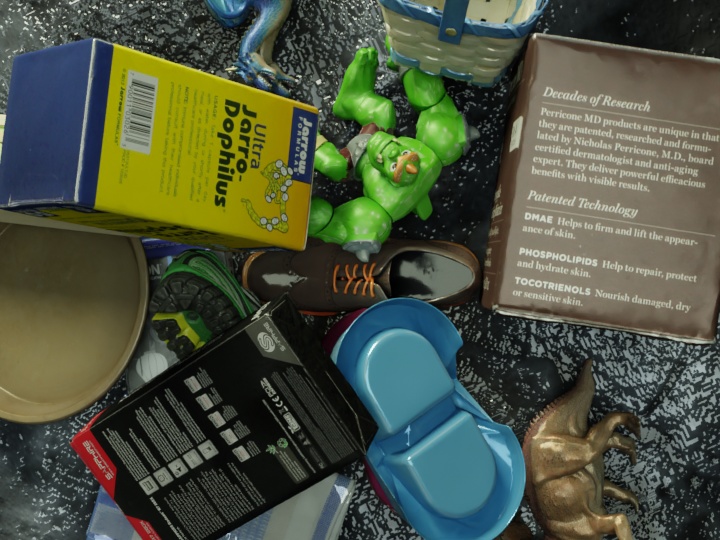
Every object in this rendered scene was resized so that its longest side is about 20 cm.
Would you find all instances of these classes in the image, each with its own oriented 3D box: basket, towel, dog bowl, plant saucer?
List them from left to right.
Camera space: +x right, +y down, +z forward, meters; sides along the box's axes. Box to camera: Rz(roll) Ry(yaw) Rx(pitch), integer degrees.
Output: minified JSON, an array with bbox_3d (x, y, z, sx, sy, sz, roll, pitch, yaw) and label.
[{"bbox_3d":[-0.254,0.024,0.968,0.198,0.029,0.203,-3,80,19],"label":"plant saucer"},{"bbox_3d":[-0.113,0.194,0.939,0.198,0.024,0.148,21,109,2],"label":"towel"},{"bbox_3d":[0.046,0.119,0.918,0.111,0.049,0.201,-32,96,-22],"label":"dog bowl"},{"bbox_3d":[0.081,-0.243,0.873,0.138,0.201,0.178,16,60,-1],"label":"basket"}]

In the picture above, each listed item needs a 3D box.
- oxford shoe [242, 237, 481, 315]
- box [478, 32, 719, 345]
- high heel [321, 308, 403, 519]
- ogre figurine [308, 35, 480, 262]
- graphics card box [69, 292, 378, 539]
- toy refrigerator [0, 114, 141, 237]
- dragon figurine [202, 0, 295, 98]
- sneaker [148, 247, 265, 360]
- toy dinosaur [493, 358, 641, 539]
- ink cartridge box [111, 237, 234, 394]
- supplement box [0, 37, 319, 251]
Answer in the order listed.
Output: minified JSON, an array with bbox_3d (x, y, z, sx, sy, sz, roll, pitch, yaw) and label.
[{"bbox_3d":[0.000,0.000,0.963,0.197,0.073,0.072,-4,91,2],"label":"oxford shoe"},{"bbox_3d":[0.187,-0.057,0.909,0.162,0.166,0.203,8,91,2],"label":"box"},{"bbox_3d":[0.037,0.127,0.953,0.200,0.067,0.096,44,124,3],"label":"high heel"},{"bbox_3d":[0.010,-0.095,0.951,0.120,0.098,0.200,39,62,18],"label":"ogre figurine"},{"bbox_3d":[-0.101,0.120,0.872,0.199,0.051,0.126,-33,97,23],"label":"graphics card box"},{"bbox_3d":[-0.267,-0.079,0.940,0.198,0.070,0.077,7,82,21],"label":"toy refrigerator"},{"bbox_3d":[-0.105,-0.236,0.970,0.099,0.059,0.201,-39,91,2],"label":"dragon figurine"},{"bbox_3d":[-0.085,0.064,0.934,0.077,0.086,0.201,-21,119,18],"label":"sneaker"},{"bbox_3d":[0.158,0.173,0.960,0.134,0.086,0.203,-2,85,9],"label":"toy dinosaur"},{"bbox_3d":[-0.149,0.044,0.988,0.098,0.039,0.203,-8,90,3],"label":"ink cartridge box"},{"bbox_3d":[-0.140,-0.081,0.847,0.108,0.199,0.111,1,83,46],"label":"supplement box"}]
